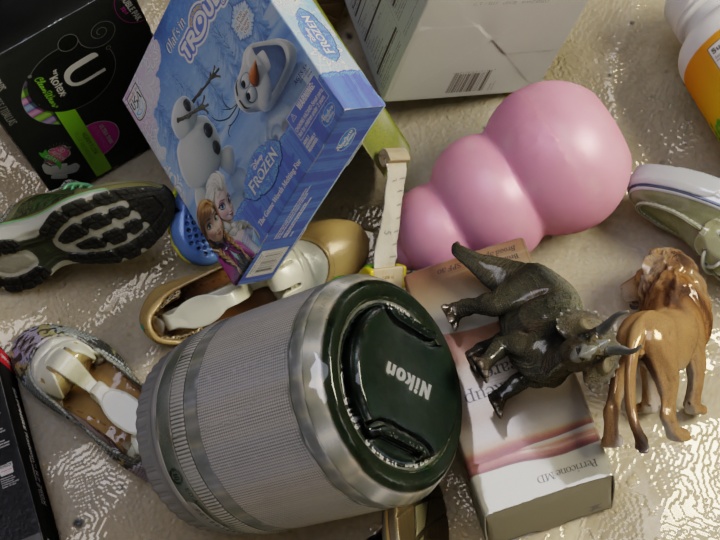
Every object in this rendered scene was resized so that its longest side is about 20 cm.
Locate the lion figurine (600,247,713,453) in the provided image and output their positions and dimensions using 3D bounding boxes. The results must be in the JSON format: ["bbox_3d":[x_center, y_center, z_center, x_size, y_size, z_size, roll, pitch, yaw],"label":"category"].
[{"bbox_3d":[0.216,0.053,0.977,0.072,0.200,0.123,2,99,16],"label":"lion figurine"}]

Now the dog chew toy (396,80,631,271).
[{"bbox_3d":[0.113,-0.063,1.074,0.200,0.125,0.125,-32,63,3],"label":"dog chew toy"}]

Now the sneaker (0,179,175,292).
[{"bbox_3d":[-0.241,-0.052,1.134,0.199,0.077,0.089,-14,45,23],"label":"sneaker"}]

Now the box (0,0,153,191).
[{"bbox_3d":[-0.253,-0.184,1.144,0.148,0.200,0.124,-32,62,-6],"label":"box"}]

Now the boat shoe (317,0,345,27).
[{"bbox_3d":[-0.088,-0.187,1.196,0.069,0.074,0.200,22,70,33],"label":"boat shoe"}]

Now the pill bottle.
[{"bbox_3d":[0.324,-0.153,1.081,0.111,0.111,0.200,-22,63,-2],"label":"pill bottle"}]

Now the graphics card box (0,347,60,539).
[{"bbox_3d":[-0.319,0.167,1.071,0.125,0.051,0.200,-23,62,-2],"label":"graphics card box"}]

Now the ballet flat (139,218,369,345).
[{"bbox_3d":[-0.084,0.016,1.092,0.199,0.063,0.069,-23,97,2],"label":"ballet flat"}]

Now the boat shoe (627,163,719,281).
[{"bbox_3d":[0.294,-0.020,1.047,0.200,0.072,0.062,26,76,19],"label":"boat shoe"}]

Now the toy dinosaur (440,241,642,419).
[{"bbox_3d":[0.120,0.039,0.954,0.102,0.077,0.200,-26,31,0],"label":"toy dinosaur"}]

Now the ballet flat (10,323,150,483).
[{"bbox_3d":[-0.211,0.094,1.078,0.200,0.072,0.072,34,74,23],"label":"ballet flat"}]

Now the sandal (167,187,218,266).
[{"bbox_3d":[-0.082,-0.086,1.122,0.200,0.079,0.087,-52,25,-12],"label":"sandal"}]

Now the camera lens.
[{"bbox_3d":[-0.041,0.099,0.956,0.200,0.160,0.160,-20,57,38],"label":"camera lens"}]

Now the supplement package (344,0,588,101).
[{"bbox_3d":[0.076,-0.269,1.133,0.151,0.151,0.200,-7,61,-23],"label":"supplement package"}]

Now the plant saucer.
[{"bbox_3d":[-0.013,-0.156,1.088,0.031,0.200,0.200,-33,63,6],"label":"plant saucer"}]

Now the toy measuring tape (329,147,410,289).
[{"bbox_3d":[0.000,0.000,1.056,0.073,0.074,0.201,8,102,13],"label":"toy measuring tape"}]

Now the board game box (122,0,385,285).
[{"bbox_3d":[-0.089,-0.127,1.020,0.043,0.200,0.199,-11,59,-40],"label":"board game box"}]

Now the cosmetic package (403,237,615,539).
[{"bbox_3d":[0.109,0.090,1.014,0.103,0.087,0.200,-19,63,-1],"label":"cosmetic package"}]

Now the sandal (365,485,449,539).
[{"bbox_3d":[0.024,0.232,0.977,0.054,0.080,0.201,-9,66,29],"label":"sandal"}]
